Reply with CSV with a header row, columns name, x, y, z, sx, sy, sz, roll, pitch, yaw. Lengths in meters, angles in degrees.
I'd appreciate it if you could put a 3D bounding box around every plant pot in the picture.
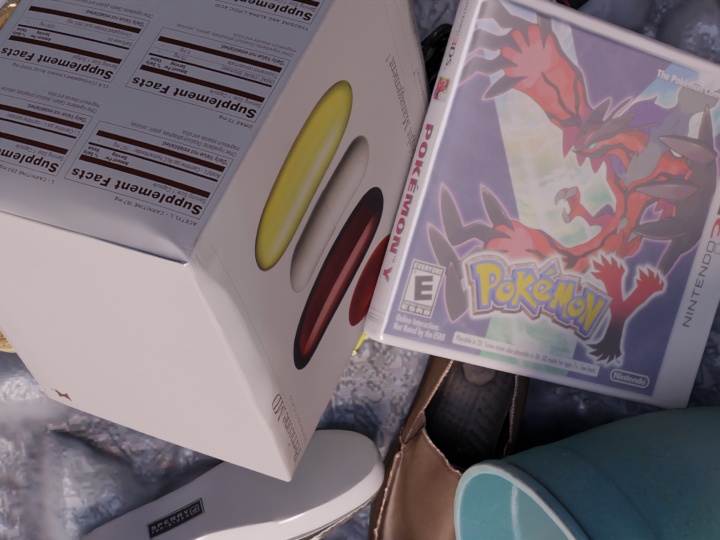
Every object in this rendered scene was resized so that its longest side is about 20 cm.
name,x,y,z,sx,sy,sz,roll,pitch,yaw
plant pot,0.176,0.154,0.798,0.187,0.200,0.201,-21,95,-17

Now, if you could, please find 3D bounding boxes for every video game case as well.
name,x,y,z,sx,sy,sz,roll,pitch,yaw
video game case,0.114,-0.033,0.814,0.199,0.023,0.183,14,95,-28

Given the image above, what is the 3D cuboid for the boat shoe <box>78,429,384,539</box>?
name,x,y,z,sx,sy,sz,roll,pitch,yaw
boat shoe,-0.074,0.151,0.901,0.199,0.069,0.057,-23,125,8

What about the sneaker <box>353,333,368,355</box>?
name,x,y,z,sx,sy,sz,roll,pitch,yaw
sneaker,0.000,0.000,0.874,0.199,0.076,0.077,-14,123,7

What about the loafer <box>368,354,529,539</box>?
name,x,y,z,sx,sy,sz,roll,pitch,yaw
loafer,0.046,0.106,0.872,0.073,0.071,0.201,12,99,5

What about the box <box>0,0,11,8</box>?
name,x,y,z,sx,sy,sz,roll,pitch,yaw
box,-0.241,-0.221,0.800,0.200,0.112,0.102,42,80,-18

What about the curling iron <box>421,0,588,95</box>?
name,x,y,z,sx,sy,sz,roll,pitch,yaw
curling iron,0.099,-0.144,0.847,0.199,0.050,0.026,-31,66,2

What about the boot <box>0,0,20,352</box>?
name,x,y,z,sx,sy,sz,roll,pitch,yaw
boot,-0.178,-0.045,0.831,0.073,0.155,0.201,29,98,8

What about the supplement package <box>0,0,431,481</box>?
name,x,y,z,sx,sy,sz,roll,pitch,yaw
supplement package,-0.072,-0.047,0.748,0.146,0.192,0.201,16,62,22
